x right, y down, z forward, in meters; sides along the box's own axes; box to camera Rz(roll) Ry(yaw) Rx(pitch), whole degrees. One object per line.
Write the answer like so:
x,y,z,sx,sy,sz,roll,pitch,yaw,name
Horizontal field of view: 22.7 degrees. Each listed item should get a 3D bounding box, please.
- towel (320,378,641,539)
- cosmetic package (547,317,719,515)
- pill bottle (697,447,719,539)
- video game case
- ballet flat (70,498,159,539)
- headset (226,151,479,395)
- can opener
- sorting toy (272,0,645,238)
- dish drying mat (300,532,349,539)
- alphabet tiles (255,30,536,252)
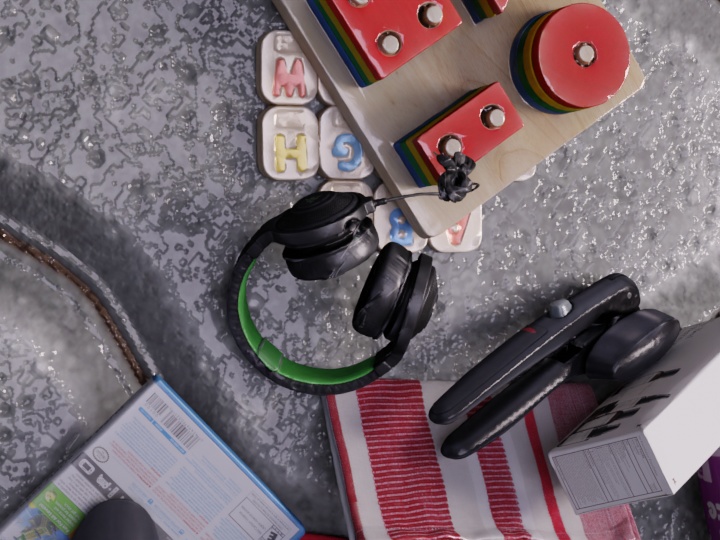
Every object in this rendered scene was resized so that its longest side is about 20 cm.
0.079,0.129,1.185,0.198,0.023,0.145,3,46,-18,towel
0.212,0.088,1.194,0.200,0.082,0.051,-34,102,-47,cosmetic package
0.301,0.188,1.256,0.111,0.112,0.202,-13,95,-17,pill bottle
-0.153,0.186,1.140,0.200,0.018,0.143,-44,105,-3,video game case
-0.165,0.243,1.101,0.072,0.073,0.202,15,95,-17,ballet flat
0.000,0.000,1.138,0.123,0.094,0.200,42,108,-11,headset
0.123,0.060,1.202,0.199,0.078,0.064,-26,103,-29,can opener
0.076,-0.159,1.185,0.198,0.070,0.201,-35,99,-16,sorting toy
-0.081,0.206,1.182,0.198,0.018,0.078,11,90,-18,dish drying mat
0.027,-0.110,1.212,0.198,0.015,0.198,0,91,-18,alphabet tiles
